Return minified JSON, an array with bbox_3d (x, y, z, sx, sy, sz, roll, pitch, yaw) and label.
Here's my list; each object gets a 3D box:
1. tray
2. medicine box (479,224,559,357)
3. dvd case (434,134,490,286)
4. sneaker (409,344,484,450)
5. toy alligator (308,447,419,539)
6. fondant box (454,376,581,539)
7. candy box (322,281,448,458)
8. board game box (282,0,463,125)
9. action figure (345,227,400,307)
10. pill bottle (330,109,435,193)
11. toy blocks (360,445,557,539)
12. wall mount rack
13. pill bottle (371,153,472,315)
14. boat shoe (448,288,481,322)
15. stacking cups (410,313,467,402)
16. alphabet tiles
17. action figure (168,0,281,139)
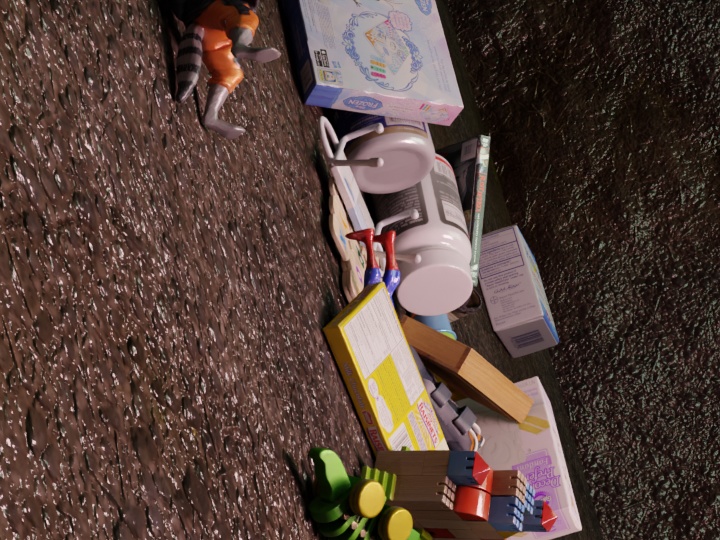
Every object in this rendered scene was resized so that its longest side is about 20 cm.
[{"bbox_3d":[0.121,0.119,1.736,0.098,0.037,0.200,26,-9,34],"label":"tray"},{"bbox_3d":[0.300,0.042,2.892,0.182,0.103,0.201,49,25,-64],"label":"medicine box"},{"bbox_3d":[0.121,-0.071,1.985,0.146,0.022,0.201,-15,-111,62],"label":"dvd case"},{"bbox_3d":[0.090,0.168,1.650,0.078,0.079,0.201,-50,123,-74],"label":"sneaker"},{"bbox_3d":[0.011,0.218,1.216,0.200,0.059,0.054,48,64,-35],"label":"toy alligator"},{"bbox_3d":[0.172,0.238,1.793,0.058,0.144,0.200,61,15,-45],"label":"fondant box"},{"bbox_3d":[0.028,0.123,1.493,0.102,0.026,0.201,-45,118,-55],"label":"candy box"},{"bbox_3d":[0.011,-0.277,1.796,0.043,0.198,0.201,-52,-139,48],"label":"board game box"},{"bbox_3d":[0.020,0.059,1.561,0.065,0.052,0.201,9,70,-55],"label":"action figure"},{"bbox_3d":[0.019,-0.206,1.858,0.116,0.115,0.201,54,20,-57],"label":"pill bottle"},{"bbox_3d":[0.103,0.223,1.420,0.200,0.136,0.100,49,44,-51],"label":"toy blocks"},{"bbox_3d":[0.016,-0.082,1.660,0.174,0.074,0.201,-79,148,-68],"label":"wall mount rack"},{"bbox_3d":[0.079,-0.047,1.894,0.114,0.114,0.200,60,16,-46],"label":"pill bottle"},{"bbox_3d":[0.130,0.026,2.155,0.200,0.065,0.072,44,30,-66],"label":"boat shoe"},{"bbox_3d":[0.093,0.074,1.917,0.061,0.060,0.201,54,18,-58],"label":"stacking cups"},{"bbox_3d":[0.000,0.000,1.679,0.200,0.015,0.196,-93,161,-56],"label":"alphabet tiles"},{"bbox_3d":[-0.125,-0.237,1.230,0.200,0.104,0.194,104,-29,-61],"label":"action figure"}]
